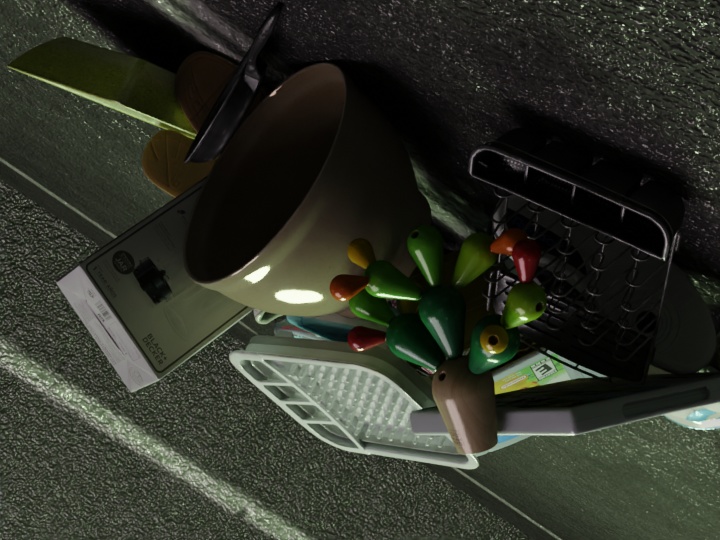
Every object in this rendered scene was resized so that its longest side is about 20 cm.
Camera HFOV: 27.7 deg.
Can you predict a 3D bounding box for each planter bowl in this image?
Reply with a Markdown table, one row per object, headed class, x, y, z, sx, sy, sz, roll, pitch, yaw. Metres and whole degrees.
| class | x | y | z | sx | sy | sz | roll | pitch | yaw |
| --- | --- | --- | --- | --- | --- | --- | --- | --- | --- |
| planter bowl | 0.096 | 0.022 | 1.298 | 0.200 | 0.199 | 0.084 | 148 | 101 | -78 |
| planter bowl | -0.029 | -0.044 | 1.164 | 0.134 | 0.201 | 0.200 | 34 | 169 | -27 |

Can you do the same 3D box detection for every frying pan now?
| class | x | y | z | sx | sy | sz | roll | pitch | yaw |
| --- | --- | --- | --- | --- | --- | --- | --- | --- | --- |
| frying pan | -0.091 | -0.159 | 1.183 | 0.031 | 0.115 | 0.190 | 31 | 125 | -11 |

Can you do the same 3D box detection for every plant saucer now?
| class | x | y | z | sx | sy | sz | roll | pitch | yaw |
| --- | --- | --- | --- | --- | --- | --- | --- | --- | --- |
| plant saucer | -0.203 | -0.169 | 1.398 | 0.199 | 0.048 | 0.199 | 22 | -178 | 44 |

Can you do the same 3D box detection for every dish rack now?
| class | x | y | z | sx | sy | sz | roll | pitch | yaw |
| --- | --- | --- | --- | --- | --- | --- | --- | --- | --- |
| dish rack | 0.150 | 0.001 | 1.044 | 0.153 | 0.055 | 0.201 | 27 | 138 | 25 |
| dish rack | 0.000 | 0.105 | 1.255 | 0.199 | 0.044 | 0.172 | 3 | 147 | 45 |

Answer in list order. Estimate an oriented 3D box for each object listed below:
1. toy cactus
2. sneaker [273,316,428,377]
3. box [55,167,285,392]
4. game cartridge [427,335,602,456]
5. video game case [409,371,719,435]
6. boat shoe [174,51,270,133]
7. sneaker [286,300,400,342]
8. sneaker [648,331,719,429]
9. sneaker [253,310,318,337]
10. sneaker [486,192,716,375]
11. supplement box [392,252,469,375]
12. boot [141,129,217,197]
| class | x | y | z | sx | sy | sz | roll | pitch | yaw |
| --- | --- | --- | --- | --- | --- | --- | --- | --- | --- |
| toy cactus | 0.061 | 0.051 | 1.032 | 0.199 | 0.102 | 0.167 | -7 | 102 | 41 |
| sneaker | -0.011 | 0.115 | 1.501 | 0.199 | 0.096 | 0.079 | 32 | 171 | -9 |
| box | -0.141 | -0.002 | 1.230 | 0.117 | 0.200 | 0.060 | 55 | 146 | -6 |
| game cartridge | 0.151 | 0.111 | 1.383 | 0.133 | 0.199 | 0.041 | 51 | -166 | -54 |
| video game case | 0.166 | 0.103 | 1.122 | 0.181 | 0.022 | 0.199 | -7 | 179 | -33 |
| boat shoe | -0.084 | -0.120 | 1.314 | 0.200 | 0.071 | 0.064 | 42 | -167 | 9 |
| sneaker | 0.000 | 0.000 | 1.285 | 0.079 | 0.132 | 0.200 | 25 | 174 | -20 |
| sneaker | 0.296 | 0.082 | 1.170 | 0.081 | 0.077 | 0.199 | 44 | 158 | -25 |
| sneaker | -0.013 | 0.026 | 1.438 | 0.198 | 0.089 | 0.074 | -1 | 155 | 16 |
| sneaker | 0.189 | 0.009 | 1.153 | 0.200 | 0.073 | 0.112 | 39 | 173 | 6 |
| supplement box | 0.087 | 0.049 | 1.488 | 0.199 | 0.111 | 0.086 | 23 | 168 | 41 |
| boot | -0.101 | -0.056 | 1.407 | 0.199 | 0.073 | 0.155 | 35 | -173 | 23 |
